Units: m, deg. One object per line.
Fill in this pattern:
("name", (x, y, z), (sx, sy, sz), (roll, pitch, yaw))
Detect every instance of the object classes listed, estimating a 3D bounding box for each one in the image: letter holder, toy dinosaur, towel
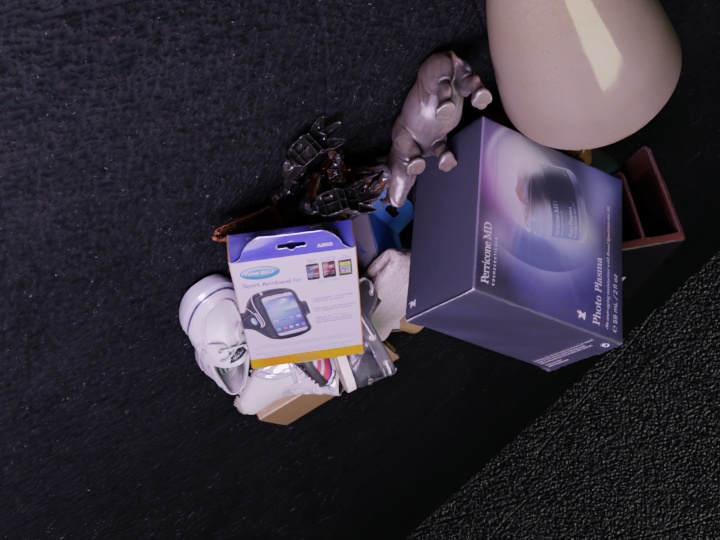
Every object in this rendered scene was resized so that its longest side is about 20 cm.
("letter holder", (0.313, -0.057, 1.372), (0.100, 0.142, 0.200), (-9, 160, -10))
("toy dinosaur", (-0.047, -0.064, 1.052), (0.200, 0.102, 0.136), (-48, 180, -31))
("towel", (0.009, 0.050, 1.266), (0.200, 0.034, 0.132), (-48, 158, 20))

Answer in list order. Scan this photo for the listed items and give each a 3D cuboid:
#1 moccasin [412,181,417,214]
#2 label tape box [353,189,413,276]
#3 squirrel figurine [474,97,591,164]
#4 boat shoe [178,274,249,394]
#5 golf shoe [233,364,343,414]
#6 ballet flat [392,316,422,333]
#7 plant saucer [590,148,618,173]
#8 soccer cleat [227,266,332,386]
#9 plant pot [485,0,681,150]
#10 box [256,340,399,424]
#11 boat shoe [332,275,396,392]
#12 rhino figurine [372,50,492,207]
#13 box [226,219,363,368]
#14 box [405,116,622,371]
("moccasin", (0.117, -0.039, 1.223), (0.078, 0.202, 0.074), (-15, 152, -18))
("label tape box", (0.000, 0.000, 1.288), (0.200, 0.063, 0.144), (-43, 160, 6))
("squirrel figurine", (0.253, -0.224, 1.234), (0.200, 0.141, 0.187), (-33, 152, -60))
("boat shoe", (-0.147, 0.074, 1.175), (0.074, 0.067, 0.200), (-35, 158, -16))
("golf shoe", (-0.072, 0.136, 1.389), (0.200, 0.097, 0.078), (-41, 161, 3))
("ballet flat", (0.038, 0.059, 1.410), (0.063, 0.069, 0.200), (-19, 175, -15))
("plant saucer", (0.225, -0.125, 1.356), (0.200, 0.036, 0.200), (-15, -170, 3))
("soccer cleat", (-0.068, 0.046, 1.162), (0.073, 0.068, 0.200), (-39, 126, -12))
("plant pot", (0.196, -0.246, 1.015), (0.187, 0.187, 0.200), (-41, 146, 1))
("box", (-0.043, 0.158, 1.515), (0.200, 0.021, 0.163), (-31, 166, 3))
("boat shoe", (-0.014, 0.030, 1.171), (0.068, 0.200, 0.072), (-17, -172, -5))
("rhino figurine", (0.064, -0.139, 1.100), (0.060, 0.088, 0.200), (5, 137, -25))
("box", (-0.061, 0.019, 1.039), (0.119, 0.042, 0.200), (-7, 140, -3))
("box", (0.165, -0.023, 1.123), (0.198, 0.200, 0.123), (19, 152, -26))
